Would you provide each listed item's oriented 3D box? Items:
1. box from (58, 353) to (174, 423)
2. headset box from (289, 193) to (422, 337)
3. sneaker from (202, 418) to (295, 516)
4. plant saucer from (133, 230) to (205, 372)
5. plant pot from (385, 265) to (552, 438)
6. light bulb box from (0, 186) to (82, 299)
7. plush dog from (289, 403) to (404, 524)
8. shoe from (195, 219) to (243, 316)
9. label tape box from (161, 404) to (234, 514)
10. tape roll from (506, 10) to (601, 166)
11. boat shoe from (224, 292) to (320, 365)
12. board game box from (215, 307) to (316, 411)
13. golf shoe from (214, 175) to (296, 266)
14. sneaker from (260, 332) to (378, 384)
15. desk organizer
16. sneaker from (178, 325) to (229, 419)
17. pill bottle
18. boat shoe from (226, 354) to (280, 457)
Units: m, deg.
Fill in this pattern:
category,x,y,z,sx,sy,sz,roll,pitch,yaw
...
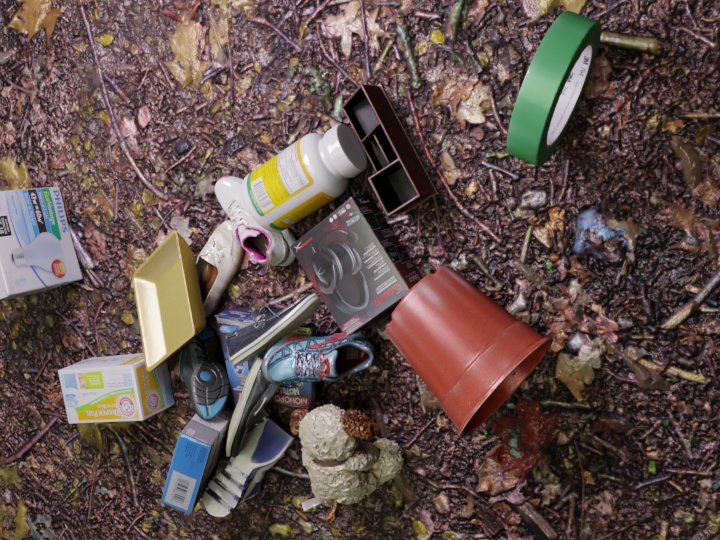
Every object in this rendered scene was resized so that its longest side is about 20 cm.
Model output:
category,x,y,z,sx,sy,sz,roll,pitch,yaw
box,-0.480,0.231,1.572,0.197,0.101,0.115,-8,96,26
headset box,0.000,0.000,1.318,0.148,0.077,0.202,-35,83,26
sneaker,-0.206,0.364,1.483,0.080,0.115,0.200,40,84,11
plant saucer,-0.346,0.060,1.463,0.199,0.048,0.203,-35,63,44
plant pot,0.153,0.111,1.212,0.195,0.200,0.202,44,114,20
light bulb box,-0.677,-0.049,1.560,0.123,0.200,0.202,-12,94,24
plush dog,-0.046,0.304,1.335,0.197,0.161,0.174,-4,114,27
shoe,-0.268,0.003,1.457,0.069,0.053,0.202,29,110,17
label tape box,-0.284,0.321,1.455,0.062,0.200,0.146,20,109,3
tape roll,0.263,-0.244,1.080,0.048,0.200,0.203,26,109,18
boat shoe,-0.153,0.088,1.344,0.199,0.074,0.063,-34,78,22
board game box,-0.163,0.183,1.437,0.197,0.062,0.204,6,103,24
golf shoe,-0.193,-0.088,1.386,0.200,0.091,0.076,46,116,12
sneaker,-0.067,0.145,1.316,0.197,0.095,0.081,-12,98,-12
desk organizer,0.037,-0.191,1.265,0.071,0.077,0.202,-29,86,26
sneaker,-0.292,0.195,1.464,0.082,0.072,0.202,-52,37,32
pill bottle,-0.090,-0.155,1.312,0.198,0.112,0.114,-29,87,27
boat shoe,-0.186,0.247,1.387,0.067,0.072,0.202,20,109,-12
